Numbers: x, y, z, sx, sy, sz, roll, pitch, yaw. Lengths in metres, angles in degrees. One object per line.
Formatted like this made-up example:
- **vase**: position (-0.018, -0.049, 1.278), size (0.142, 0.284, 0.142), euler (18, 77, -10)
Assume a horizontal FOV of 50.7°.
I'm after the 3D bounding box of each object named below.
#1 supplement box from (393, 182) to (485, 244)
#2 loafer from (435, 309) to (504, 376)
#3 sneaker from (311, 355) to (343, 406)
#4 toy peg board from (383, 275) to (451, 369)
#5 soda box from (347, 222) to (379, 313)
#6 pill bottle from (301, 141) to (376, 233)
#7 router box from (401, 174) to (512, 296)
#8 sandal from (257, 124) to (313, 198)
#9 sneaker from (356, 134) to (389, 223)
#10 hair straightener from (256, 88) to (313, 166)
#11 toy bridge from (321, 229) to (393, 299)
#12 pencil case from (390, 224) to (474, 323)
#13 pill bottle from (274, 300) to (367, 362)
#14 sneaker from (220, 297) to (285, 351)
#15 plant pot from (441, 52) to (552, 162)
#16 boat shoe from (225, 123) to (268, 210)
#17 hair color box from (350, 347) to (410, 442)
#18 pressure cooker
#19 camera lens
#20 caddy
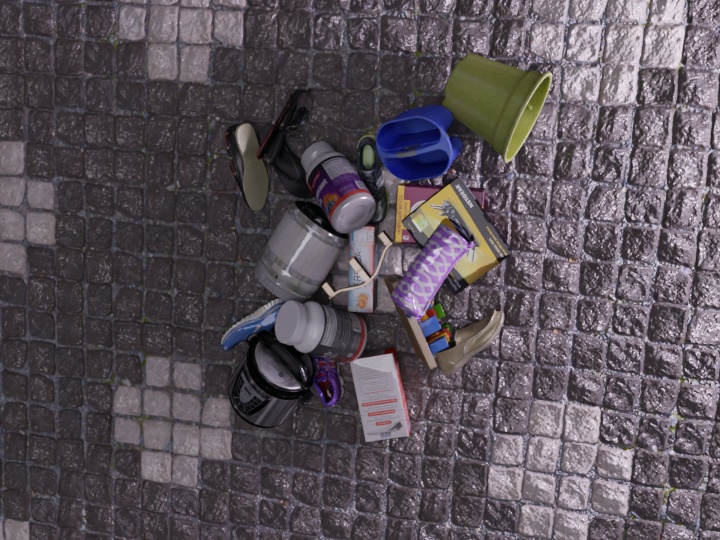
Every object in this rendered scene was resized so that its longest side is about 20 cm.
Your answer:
- **supplement box**: position (0.178, -0.123, 1.706), size (0.195, 0.103, 0.135), euler (4, 99, 9)
- **loafer**: position (0.249, 0.158, 1.750), size (0.068, 0.076, 0.200), euler (43, 104, -5)
- **sneaker**: position (-0.087, 0.227, 1.818), size (0.079, 0.083, 0.205), euler (-17, 94, 12)
- **toy peg board**: position (0.142, 0.094, 1.708), size (0.096, 0.199, 0.204), euler (-25, 94, -3)
- **soda box**: position (0.007, -0.008, 1.772), size (0.062, 0.068, 0.206), euler (3, 99, 10)
- **pill bottle**: position (-0.056, -0.192, 1.704), size (0.111, 0.111, 0.202), euler (-40, 59, 14)
- **router box**: position (0.206, -0.075, 1.629), size (0.156, 0.052, 0.202), euler (-37, 93, 15)
- **sandal**: position (-0.176, -0.250, 1.783), size (0.076, 0.043, 0.201), euler (-39, 90, 13)
- **sneaker**: position (0.020, -0.207, 1.733), size (0.072, 0.081, 0.205), euler (-8, 97, 12)
- **hair straightener**: position (-0.161, -0.329, 1.752), size (0.076, 0.041, 0.203), euler (29, 85, 11)
- **toy bridge**: position (0.000, 0.000, 1.724), size (0.199, 0.027, 0.067), euler (-42, 89, 13)
- **pencil case**: position (0.143, 0.005, 1.562), size (0.085, 0.084, 0.202), euler (33, 90, 30)
- **pill bottle**: position (-0.090, 0.137, 1.733), size (0.197, 0.116, 0.118), euler (18, 105, -37)
- **sneaker**: position (-0.252, 0.146, 1.839), size (0.198, 0.078, 0.090), euler (-31, 90, 13)
- **plant pot**: position (0.280, -0.364, 1.621), size (0.182, 0.200, 0.204), euler (31, 103, 16)
- **boat shoe**: position (-0.269, -0.243, 1.794), size (0.062, 0.073, 0.206), euler (6, 113, 45)
- **hair color box**: position (0.048, 0.296, 1.814), size (0.108, 0.064, 0.205), euler (-10, 95, 11)
- **pressure cooker**: position (-0.203, 0.244, 1.771), size (0.173, 0.181, 0.201), euler (18, 131, -24)
- **camera lens**: position (-0.134, -0.044, 1.746), size (0.158, 0.160, 0.202), euler (35, 103, 3)
- **caddy**: position (0.124, -0.272, 1.651), size (0.197, 0.105, 0.144), euler (-2, 119, 43)
